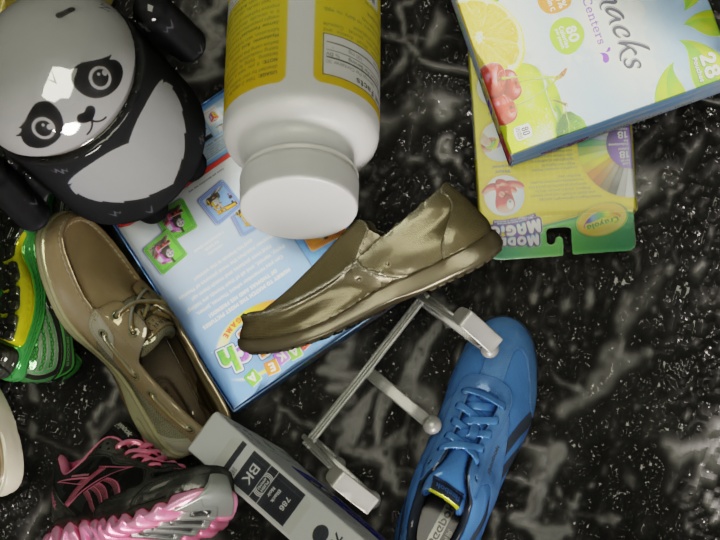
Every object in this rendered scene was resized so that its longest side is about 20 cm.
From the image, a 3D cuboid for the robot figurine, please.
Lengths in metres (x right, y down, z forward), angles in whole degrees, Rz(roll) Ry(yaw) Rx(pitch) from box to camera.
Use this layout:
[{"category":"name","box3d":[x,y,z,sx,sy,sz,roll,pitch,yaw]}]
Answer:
[{"category":"robot figurine","box3d":[-0.181,-0.107,1.500,0.124,0.200,0.151,-1,66,23]}]

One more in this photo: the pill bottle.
[{"category":"pill bottle","box3d":[-0.041,-0.128,1.538,0.110,0.112,0.201,-1,60,4]}]

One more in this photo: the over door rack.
[{"category":"over door rack","box3d":[0.033,0.094,1.509,0.066,0.200,0.148,38,88,-8]}]

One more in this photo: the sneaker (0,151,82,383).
[{"category":"sneaker","box3d":[-0.233,-0.013,1.605,0.078,0.085,0.201,-8,69,43]}]

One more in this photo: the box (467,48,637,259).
[{"category":"box","box3d":[0.138,-0.109,1.589,0.116,0.048,0.202,-3,83,4]}]

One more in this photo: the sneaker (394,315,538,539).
[{"category":"sneaker","box3d":[0.078,0.128,1.561,0.066,0.078,0.201,20,86,8]}]

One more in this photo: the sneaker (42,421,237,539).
[{"category":"sneaker","box3d":[-0.160,0.149,1.542,0.199,0.079,0.096,-20,64,45]}]

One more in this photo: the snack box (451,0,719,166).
[{"category":"snack box","box3d":[0.149,-0.196,1.540,0.168,0.068,0.201,-18,85,2]}]

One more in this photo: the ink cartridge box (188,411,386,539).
[{"category":"ink cartridge box","box3d":[-0.025,0.176,1.512,0.200,0.099,0.039,35,88,36]}]

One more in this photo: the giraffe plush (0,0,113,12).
[{"category":"giraffe plush","box3d":[-0.271,-0.219,1.594,0.161,0.173,0.201,16,122,16]}]

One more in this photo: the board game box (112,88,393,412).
[{"category":"board game box","box3d":[-0.083,-0.021,1.604,0.151,0.037,0.201,-34,83,2]}]

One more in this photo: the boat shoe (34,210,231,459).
[{"category":"boat shoe","box3d":[-0.157,0.041,1.564,0.072,0.065,0.201,-37,102,-41]}]

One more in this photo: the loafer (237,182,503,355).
[{"category":"loafer","box3d":[0.000,0.000,1.536,0.199,0.076,0.068,-24,88,5]}]

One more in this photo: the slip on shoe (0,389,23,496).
[{"category":"slip on shoe","box3d":[-0.309,0.077,1.587,0.060,0.076,0.201,-18,79,-40]}]
